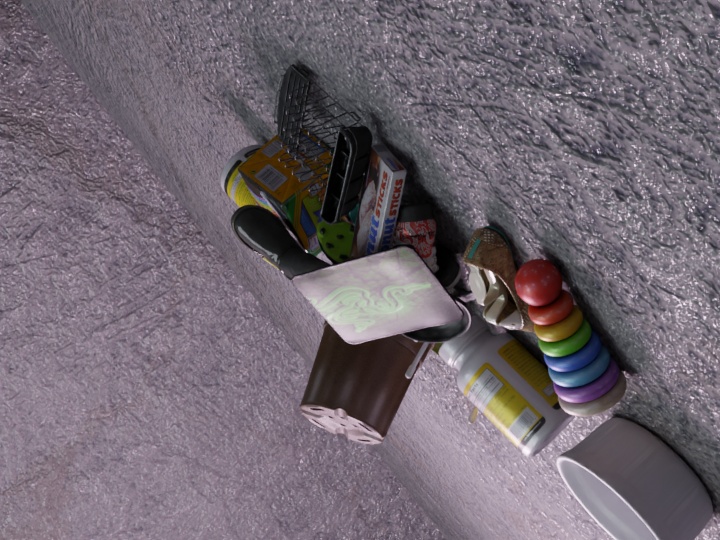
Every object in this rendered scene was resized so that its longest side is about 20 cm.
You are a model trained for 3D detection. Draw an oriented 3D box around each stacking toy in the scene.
[{"bbox_3d":[0.240,0.072,1.184,0.200,0.085,0.085,62,164,-23],"label":"stacking toy"}]

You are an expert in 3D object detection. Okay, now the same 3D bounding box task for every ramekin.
[{"bbox_3d":[0.364,0.289,1.333,0.200,0.098,0.201,46,167,14],"label":"ramekin"}]

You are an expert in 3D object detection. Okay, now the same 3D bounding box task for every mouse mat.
[{"bbox_3d":[0.023,0.037,1.382,0.200,0.008,0.161,-15,133,32],"label":"mouse mat"}]

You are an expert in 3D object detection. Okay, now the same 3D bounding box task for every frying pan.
[{"bbox_3d":[0.110,0.040,1.384,0.115,0.031,0.190,17,139,-11],"label":"frying pan"}]

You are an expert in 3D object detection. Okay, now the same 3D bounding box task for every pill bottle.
[{"bbox_3d":[-0.153,-0.128,1.831,0.200,0.112,0.112,44,167,23],"label":"pill bottle"},{"bbox_3d":[0.209,0.161,1.451,0.200,0.111,0.111,46,167,19],"label":"pill bottle"}]

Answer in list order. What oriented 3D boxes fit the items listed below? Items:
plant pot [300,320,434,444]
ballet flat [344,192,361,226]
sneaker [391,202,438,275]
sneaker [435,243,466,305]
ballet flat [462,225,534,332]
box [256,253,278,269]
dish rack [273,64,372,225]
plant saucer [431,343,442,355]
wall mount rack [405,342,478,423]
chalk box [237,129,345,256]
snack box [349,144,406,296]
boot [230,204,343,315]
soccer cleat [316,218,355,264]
[{"bbox_3d":[0.001,0.171,1.700,0.200,0.198,0.200,19,156,9],"label":"plant pot"},{"bbox_3d":[0.008,-0.074,1.588,0.200,0.068,0.067,77,169,-55],"label":"ballet flat"},{"bbox_3d":[0.051,-0.034,1.419,0.201,0.067,0.108,179,84,-71],"label":"sneaker"},{"bbox_3d":[0.126,0.025,1.481,0.115,0.076,0.200,34,168,-14],"label":"sneaker"},{"bbox_3d":[0.173,0.028,1.276,0.070,0.065,0.200,21,153,45],"label":"ballet flat"},{"bbox_3d":[-0.102,-0.006,1.751,0.200,0.050,0.075,37,-178,-31],"label":"box"},{"bbox_3d":[-0.065,-0.178,1.378,0.200,0.055,0.154,46,141,28],"label":"dish rack"},{"bbox_3d":[0.113,0.078,1.722,0.200,0.031,0.200,46,167,14],"label":"plant saucer"},{"bbox_3d":[0.142,0.141,1.546,0.200,0.075,0.174,35,-165,-4],"label":"wall mount rack"},{"bbox_3d":[-0.087,-0.113,1.629,0.125,0.124,0.200,40,166,33],"label":"chalk box"},{"bbox_3d":[0.021,-0.066,1.365,0.072,0.024,0.200,54,143,44],"label":"snack box"},{"bbox_3d":[-0.095,-0.014,1.493,0.182,0.073,0.200,38,-178,-28],"label":"boot"},{"bbox_3d":[0.000,0.000,1.495,0.200,0.067,0.081,47,158,31],"label":"soccer cleat"}]
